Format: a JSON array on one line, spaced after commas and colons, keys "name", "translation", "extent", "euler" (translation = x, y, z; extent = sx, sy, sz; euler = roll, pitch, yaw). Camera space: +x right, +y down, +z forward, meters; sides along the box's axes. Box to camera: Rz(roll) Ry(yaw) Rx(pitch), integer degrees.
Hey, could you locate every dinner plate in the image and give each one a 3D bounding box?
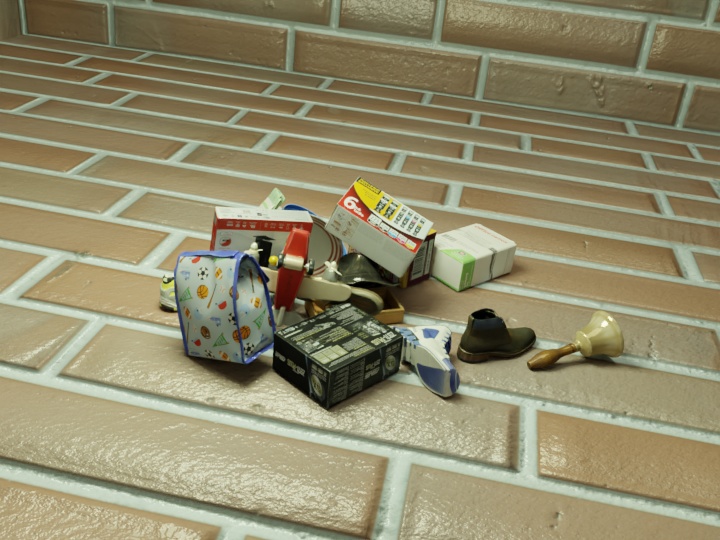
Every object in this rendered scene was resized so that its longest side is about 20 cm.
[{"name": "dinner plate", "translation": [-0.137, -0.053, 1.740], "extent": [0.198, 0.201, 0.024], "euler": [5, 39, -2]}]

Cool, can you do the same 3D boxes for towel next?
[{"name": "towel", "translation": [-0.257, -0.112, 1.789], "extent": [0.023, 0.200, 0.153], "euler": [44, 1, -18]}]

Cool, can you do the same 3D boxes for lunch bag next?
[{"name": "lunch bag", "translation": [-0.259, 0.058, 1.464], "extent": [0.169, 0.202, 0.124], "euler": [1, 20, 33]}]

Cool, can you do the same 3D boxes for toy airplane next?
[{"name": "toy airplane", "translation": [-0.143, 0.015, 1.546], "extent": [0.198, 0.200, 0.142], "euler": [-26, 34, 18]}]

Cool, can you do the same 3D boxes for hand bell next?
[{"name": "hand bell", "translation": [0.433, 0.164, 1.595], "extent": [0.199, 0.105, 0.104], "euler": [-19, 34, -18]}]

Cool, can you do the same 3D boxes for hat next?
[{"name": "hat", "translation": [0.000, 0.000, 1.710], "extent": [0.199, 0.082, 0.201], "euler": [-1, -3, 0]}]

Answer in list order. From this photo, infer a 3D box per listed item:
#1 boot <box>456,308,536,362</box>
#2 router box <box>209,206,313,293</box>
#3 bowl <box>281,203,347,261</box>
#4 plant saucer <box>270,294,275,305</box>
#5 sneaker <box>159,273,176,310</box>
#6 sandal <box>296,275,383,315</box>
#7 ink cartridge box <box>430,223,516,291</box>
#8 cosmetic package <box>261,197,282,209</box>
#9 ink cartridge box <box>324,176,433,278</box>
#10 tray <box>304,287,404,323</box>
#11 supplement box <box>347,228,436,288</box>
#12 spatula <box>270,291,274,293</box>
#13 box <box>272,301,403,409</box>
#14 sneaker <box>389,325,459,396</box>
[{"name": "boot", "translation": [0.294, 0.125, 1.601], "extent": [0.199, 0.098, 0.075], "euler": [-11, 32, -29]}, {"name": "router box", "translation": [-0.212, -0.039, 1.606], "extent": [0.198, 0.181, 0.049], "euler": [0, 33, -21]}, {"name": "bowl", "translation": [-0.119, -0.077, 1.863], "extent": [0.200, 0.039, 0.201], "euler": [36, 23, -18]}, {"name": "plant saucer", "translation": [-0.239, 0.046, 1.680], "extent": [0.199, 0.051, 0.201], "euler": [11, 31, -7]}, {"name": "sneaker", "translation": [-0.352, 0.022, 1.688], "extent": [0.075, 0.077, 0.200], "euler": [20, 29, 29]}, {"name": "sandal", "translation": [-0.051, 0.063, 1.613], "extent": [0.199, 0.081, 0.054], "euler": [15, 50, 7]}, {"name": "ink cartridge box", "translation": [0.267, -0.037, 1.917], "extent": [0.199, 0.085, 0.145], "euler": [-17, 35, -36]}, {"name": "cosmetic package", "translation": [-0.217, -0.083, 1.869], "extent": [0.112, 0.081, 0.200], "euler": [33, 23, -16]}, {"name": "ink cartridge box", "translation": [0.049, -0.109, 1.701], "extent": [0.199, 0.084, 0.176], "euler": [32, 41, 1]}, {"name": "tray", "translation": [-0.014, 0.084, 1.684], "extent": [0.198, 0.037, 0.099], "euler": [-3, 29, -19]}, {"name": "supplement box", "translation": [0.074, -0.062, 1.879], "extent": [0.199, 0.132, 0.103], "euler": [30, 35, 36]}, {"name": "spatula", "translation": [-0.232, 0.027, 1.591], "extent": [0.199, 0.021, 0.056], "euler": [14, -13, -35]}, {"name": "box", "translation": [-0.043, 0.157, 1.482], "extent": [0.163, 0.087, 0.199], "euler": [28, 35, 36]}, {"name": "sneaker", "translation": [0.149, 0.158, 1.528], "extent": [0.114, 0.081, 0.199], "euler": [-13, 31, -28]}]
